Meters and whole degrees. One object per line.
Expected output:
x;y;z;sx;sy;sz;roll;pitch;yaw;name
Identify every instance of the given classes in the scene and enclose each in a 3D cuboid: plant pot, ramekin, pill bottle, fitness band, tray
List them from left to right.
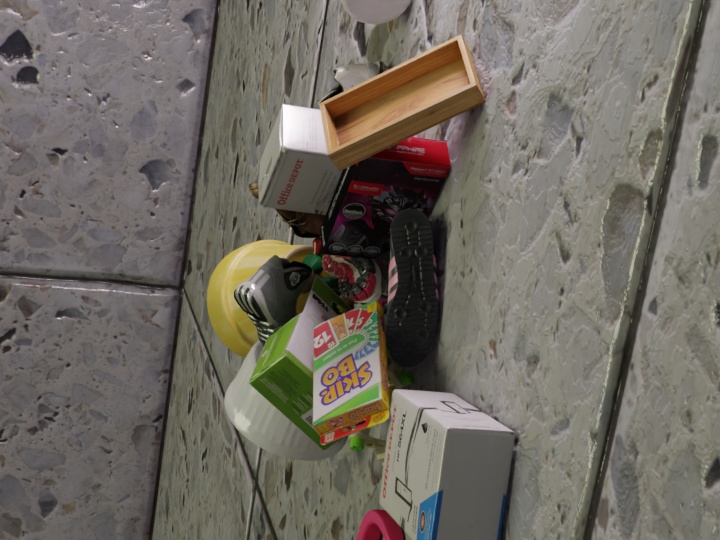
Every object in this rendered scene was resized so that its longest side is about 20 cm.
-0.126;0.040;2.063;0.189;0.200;0.202;-18;67;55;plant pot
-0.097;0.184;1.889;0.201;0.199;0.098;-109;37;-54;ramekin
0.009;-0.461;1.857;0.201;0.112;0.113;-105;26;-49;pill bottle
0.016;0.420;1.697;0.144;0.037;0.201;-109;30;-56;fitness band
0.049;-0.205;1.536;0.037;0.199;0.099;50;-159;-44;tray

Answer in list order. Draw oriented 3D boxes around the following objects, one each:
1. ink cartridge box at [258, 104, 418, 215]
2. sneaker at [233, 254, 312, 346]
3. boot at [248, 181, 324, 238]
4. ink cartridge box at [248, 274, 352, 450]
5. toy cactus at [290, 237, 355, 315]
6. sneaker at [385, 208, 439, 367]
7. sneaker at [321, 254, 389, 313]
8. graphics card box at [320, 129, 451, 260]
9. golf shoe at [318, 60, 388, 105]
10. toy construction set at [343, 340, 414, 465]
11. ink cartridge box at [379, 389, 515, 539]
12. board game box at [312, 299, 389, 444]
-0.032;-0.146;1.743;0.146;0.199;0.085;120;151;-55;ink cartridge box
-0.099;0.051;1.785;0.116;0.075;0.200;-52;-32;-20;sneaker
-0.095;-0.094;1.870;0.073;0.200;0.076;-4;81;32;boot
-0.054;0.123;1.718;0.076;0.148;0.200;-37;18;28;ink cartridge box
-0.055;0.019;1.865;0.102;0.164;0.201;-46;43;34;toy cactus
0.070;0.024;1.614;0.082;0.070;0.201;32;-118;-85;sneaker
0.000;0.000;1.792;0.081;0.075;0.200;-49;28;16;sneaker
0.029;-0.094;1.650;0.200;0.125;0.051;115;154;-48;graphics card box
-0.023;-0.246;1.932;0.200;0.097;0.079;110;157;-45;golf shoe
0.021;0.171;1.617;0.131;0.092;0.201;45;-151;-48;toy construction set
0.092;0.226;1.406;0.200;0.084;0.147;-160;76;-73;ink cartridge box
-0.013;0.125;1.553;0.030;0.095;0.201;54;-160;-37;board game box
